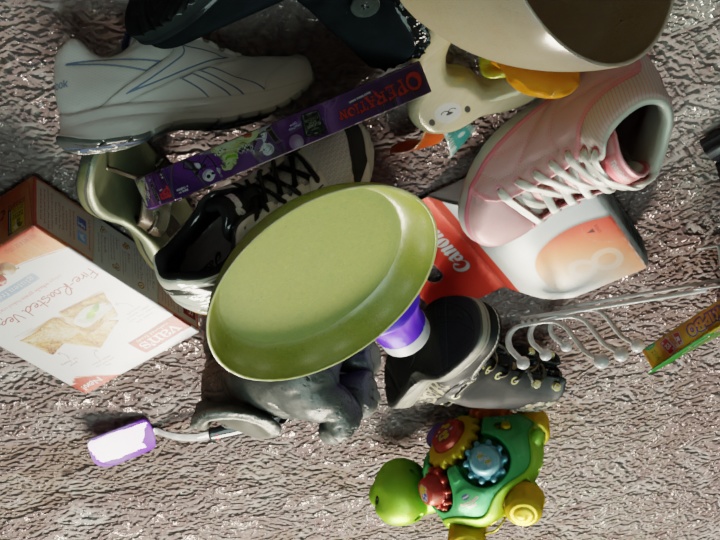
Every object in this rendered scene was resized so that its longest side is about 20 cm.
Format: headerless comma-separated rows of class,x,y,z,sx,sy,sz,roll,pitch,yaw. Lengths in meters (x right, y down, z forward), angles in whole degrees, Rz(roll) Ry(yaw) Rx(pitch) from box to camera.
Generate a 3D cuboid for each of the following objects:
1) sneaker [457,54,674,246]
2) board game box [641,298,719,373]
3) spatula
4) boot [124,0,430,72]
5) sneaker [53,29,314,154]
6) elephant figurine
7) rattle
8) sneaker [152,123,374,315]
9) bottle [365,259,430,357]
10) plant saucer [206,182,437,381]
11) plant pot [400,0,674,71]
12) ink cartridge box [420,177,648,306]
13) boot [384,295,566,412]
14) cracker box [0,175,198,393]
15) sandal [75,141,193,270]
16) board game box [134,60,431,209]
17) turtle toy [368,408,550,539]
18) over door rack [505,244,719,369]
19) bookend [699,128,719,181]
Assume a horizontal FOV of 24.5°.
sneaker,0.157,-0.079,1.255,0.075,0.105,0.200,31,111,-33
board game box,0.321,0.040,1.460,0.095,0.030,0.200,-38,171,33
spatula,-0.162,0.158,1.606,0.199,0.021,0.057,-8,141,-2
boot,-0.039,-0.183,1.143,0.200,0.077,0.168,-35,132,22
sneaker,-0.124,-0.138,1.183,0.200,0.087,0.074,-12,-179,-28
elephant figurine,-0.093,0.099,1.470,0.200,0.142,0.155,-11,116,28
rattle,0.094,-0.111,1.220,0.130,0.143,0.200,-1,140,-41
sneaker,-0.073,-0.045,1.264,0.200,0.076,0.088,-45,157,3
bottle,0.000,0.000,1.385,0.083,0.065,0.200,-7,142,26
plant saucer,-0.034,0.004,1.277,0.200,0.031,0.200,-22,141,-19
plant pot,0.092,-0.216,1.060,0.134,0.201,0.200,-9,151,44
ink cartridge box,0.123,-0.020,1.411,0.200,0.050,0.162,-26,139,17
boot,0.123,0.078,1.506,0.153,0.074,0.204,5,157,-20
cracker box,-0.248,0.017,1.377,0.134,0.058,0.200,-29,139,24
sandal,-0.156,-0.058,1.277,0.057,0.080,0.201,8,159,25
board game box,-0.057,-0.095,1.187,0.200,0.032,0.120,-24,-170,-15
turtle toy,0.099,0.200,1.633,0.200,0.146,0.101,-35,114,29
over door rack,0.238,0.037,1.422,0.200,0.067,0.148,-23,175,22
bookend,0.386,-0.012,1.351,0.092,0.199,0.200,-32,137,30
